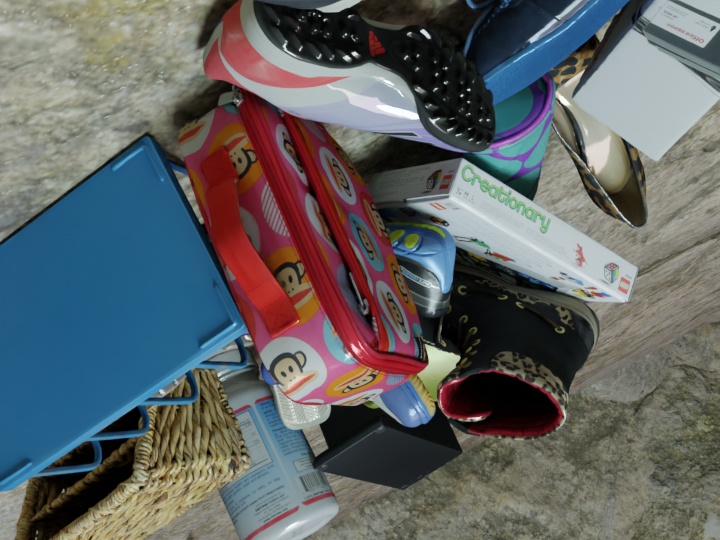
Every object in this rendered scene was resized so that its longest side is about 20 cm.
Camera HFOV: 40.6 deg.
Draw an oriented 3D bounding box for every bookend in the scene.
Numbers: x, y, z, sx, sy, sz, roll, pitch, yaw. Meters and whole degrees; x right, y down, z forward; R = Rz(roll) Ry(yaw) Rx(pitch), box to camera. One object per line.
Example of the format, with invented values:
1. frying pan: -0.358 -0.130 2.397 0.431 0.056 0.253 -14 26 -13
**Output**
1. bookend: 0.002 0.130 1.106 0.092 0.200 0.200 -34 150 17

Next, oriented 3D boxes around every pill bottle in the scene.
1. pill bottle: -0.111 0.190 1.033 0.108 0.201 0.109 -25 161 -9

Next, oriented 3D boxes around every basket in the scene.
1. basket: -0.228 0.166 0.892 0.199 0.144 0.148 -37 158 28

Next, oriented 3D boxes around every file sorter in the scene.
1. file sorter: -0.162 0.034 0.665 0.199 0.140 0.123 -34 165 13

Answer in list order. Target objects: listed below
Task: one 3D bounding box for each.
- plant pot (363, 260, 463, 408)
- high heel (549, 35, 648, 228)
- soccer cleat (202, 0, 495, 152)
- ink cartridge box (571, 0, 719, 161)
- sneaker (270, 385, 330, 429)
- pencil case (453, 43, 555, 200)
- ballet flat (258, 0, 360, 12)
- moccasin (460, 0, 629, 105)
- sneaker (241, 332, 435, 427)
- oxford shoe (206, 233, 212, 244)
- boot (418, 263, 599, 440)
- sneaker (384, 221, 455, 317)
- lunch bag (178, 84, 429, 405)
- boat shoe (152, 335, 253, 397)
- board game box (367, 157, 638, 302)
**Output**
1. plant pot: 0.075 0.046 0.971 0.191 0.202 0.201 -15 158 -18
2. high heel: 0.194 -0.115 0.787 0.071 0.143 0.200 -31 161 8
3. soccer cleat: 0.000 -0.114 0.588 0.199 0.069 0.073 15 155 -39
4. ink cartridge box: 0.248 -0.195 0.671 0.145 0.084 0.200 -55 -179 -39
5. sneaker: -0.072 0.064 0.972 0.074 0.085 0.202 -9 128 -11
6. pencil case: 0.105 -0.100 0.788 0.092 0.086 0.200 -25 162 -1
7. ballet flat: 0.006 -0.168 0.499 0.199 0.073 0.073 -26 161 -19
8. moccasin: 0.124 -0.181 0.641 0.199 0.069 0.080 -37 167 25
9. sneaker: -0.031 0.072 0.779 0.088 0.199 0.076 -44 152 -16
10. oxford shoe: -0.077 -0.009 0.760 0.199 0.085 0.073 -32 160 2
11. boot: 0.089 0.063 0.794 0.151 0.198 0.074 -54 154 -59
12. sneaker: 0.001 0.000 0.802 0.070 0.084 0.199 -14 -164 -37
13. lunch bag: -0.041 -0.015 0.618 0.081 0.202 0.176 -29 163 16
14. boat shoe: -0.141 0.043 0.837 0.199 0.076 0.072 -28 -168 -31
15. board game box: 0.114 -0.027 0.800 0.199 0.035 0.126 27 167 -28
